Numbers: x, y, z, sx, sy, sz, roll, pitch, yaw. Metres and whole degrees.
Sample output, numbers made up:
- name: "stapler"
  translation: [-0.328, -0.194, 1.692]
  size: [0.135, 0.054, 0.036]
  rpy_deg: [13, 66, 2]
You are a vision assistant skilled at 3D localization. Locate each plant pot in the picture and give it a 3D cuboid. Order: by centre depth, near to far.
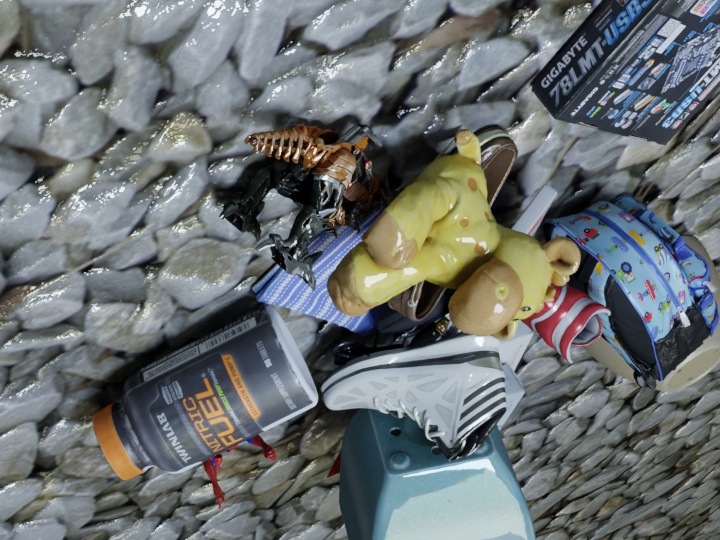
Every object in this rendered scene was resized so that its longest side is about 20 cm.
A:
- name: "plant pot"
  translation: [0.079, 0.232, 1.500]
  size: [0.196, 0.196, 0.200]
  rpy_deg: [-10, 130, -6]
- name: "plant pot"
  translation: [0.383, 0.072, 1.746]
  size: [0.200, 0.135, 0.200]
  rpy_deg: [-25, 152, -15]

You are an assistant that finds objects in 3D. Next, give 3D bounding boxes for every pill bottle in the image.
- name: "pill bottle"
  translation: [-0.149, 0.122, 1.304]
  size: [0.200, 0.106, 0.106]
  rpy_deg: [-27, 152, 2]

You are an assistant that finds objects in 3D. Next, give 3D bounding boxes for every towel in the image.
- name: "towel"
  translation: [0.000, 0.000, 1.357]
  size: [0.145, 0.024, 0.200]
  rpy_deg: [-42, 151, 16]

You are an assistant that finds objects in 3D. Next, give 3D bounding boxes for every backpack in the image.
- name: "backpack"
  translation: [0.288, 0.001, 1.503]
  size: [0.134, 0.183, 0.200]
  rpy_deg: [-39, 141, -5]

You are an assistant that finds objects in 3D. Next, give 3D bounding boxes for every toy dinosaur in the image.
- name: "toy dinosaur"
  translation: [-0.046, -0.075, 1.150]
  size: [0.136, 0.102, 0.200]
  rpy_deg: [-51, 132, 4]

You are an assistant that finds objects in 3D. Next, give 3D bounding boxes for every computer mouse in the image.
- name: "computer mouse"
  translation: [0.074, 0.046, 1.436]
  size: [0.200, 0.046, 0.140]
  rpy_deg: [-45, 151, 17]

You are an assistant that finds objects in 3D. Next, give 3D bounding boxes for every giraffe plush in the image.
- name: "giraffe plush"
  translation: [0.092, -0.008, 1.221]
  size: [0.200, 0.162, 0.173]
  rpy_deg: [-48, 179, -19]

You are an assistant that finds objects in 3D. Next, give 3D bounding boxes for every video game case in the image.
- name: "video game case"
  translation: [0.133, 0.007, 1.404]
  size: [0.143, 0.017, 0.200]
  rpy_deg: [-52, 172, -20]

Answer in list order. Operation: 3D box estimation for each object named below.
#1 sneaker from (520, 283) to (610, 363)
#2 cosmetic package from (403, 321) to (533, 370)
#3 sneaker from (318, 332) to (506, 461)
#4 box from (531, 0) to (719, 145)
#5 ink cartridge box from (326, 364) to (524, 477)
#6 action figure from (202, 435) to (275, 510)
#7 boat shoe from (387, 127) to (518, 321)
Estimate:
- name: "sneaker"
  translation: [0.199, 0.040, 1.451]
  size: [0.071, 0.112, 0.200]
  rpy_deg: [-53, 173, 4]
- name: "cosmetic package"
  translation: [0.105, 0.134, 1.648]
  size: [0.150, 0.052, 0.200]
  rpy_deg: [-14, 147, -25]
- name: "sneaker"
  translation: [0.053, 0.139, 1.397]
  size: [0.200, 0.116, 0.076]
  rpy_deg: [-16, 158, 21]
- name: "box"
  translation: [0.285, -0.211, 1.283]
  size: [0.198, 0.050, 0.200]
  rpy_deg: [2, 136, -48]
- name: "ink cartridge box"
  translation: [0.075, 0.189, 1.606]
  size: [0.200, 0.047, 0.160]
  rpy_deg: [-12, 146, -32]
- name: "action figure"
  translation: [-0.118, 0.167, 1.431]
  size: [0.065, 0.099, 0.200]
  rpy_deg: [-10, 147, -33]
- name: "boat shoe"
  translation: [0.094, -0.037, 1.315]
  size: [0.075, 0.075, 0.203]
  rpy_deg: [6, 125, -50]
